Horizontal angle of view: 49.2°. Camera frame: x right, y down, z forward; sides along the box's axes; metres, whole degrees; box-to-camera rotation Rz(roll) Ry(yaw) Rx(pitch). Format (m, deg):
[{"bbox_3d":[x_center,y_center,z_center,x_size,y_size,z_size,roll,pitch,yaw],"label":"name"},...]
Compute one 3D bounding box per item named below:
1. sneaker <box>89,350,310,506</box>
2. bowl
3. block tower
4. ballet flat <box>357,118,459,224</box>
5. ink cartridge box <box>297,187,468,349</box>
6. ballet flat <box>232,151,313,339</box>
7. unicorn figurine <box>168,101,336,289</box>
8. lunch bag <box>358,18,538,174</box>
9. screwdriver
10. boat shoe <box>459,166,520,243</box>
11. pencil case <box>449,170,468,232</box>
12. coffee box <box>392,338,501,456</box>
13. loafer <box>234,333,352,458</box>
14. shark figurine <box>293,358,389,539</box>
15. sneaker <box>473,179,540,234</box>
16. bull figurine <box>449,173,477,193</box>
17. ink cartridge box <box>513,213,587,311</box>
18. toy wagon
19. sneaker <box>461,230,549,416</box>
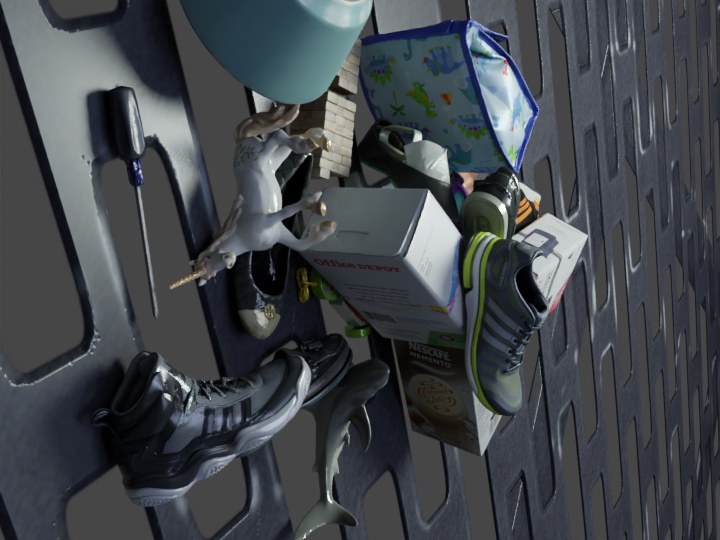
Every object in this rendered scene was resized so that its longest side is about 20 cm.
[{"bbox_3d":[-0.140,0.112,0.703,0.198,0.075,0.116,-33,117,-20],"label":"sneaker"},{"bbox_3d":[-0.064,-0.270,0.726,0.199,0.104,0.205,23,56,-38],"label":"bowl"},{"bbox_3d":[-0.038,-0.200,0.867,0.057,0.053,0.205,10,85,-53],"label":"block tower"},{"bbox_3d":[0.056,-0.122,0.893,0.067,0.200,0.069,11,113,-38],"label":"ballet flat"},{"bbox_3d":[0.046,0.000,0.860,0.200,0.142,0.085,47,59,-44],"label":"ink cartridge box"},{"bbox_3d":[-0.090,-0.031,0.808,0.066,0.056,0.205,13,83,-52],"label":"ballet flat"},{"bbox_3d":[-0.095,-0.065,0.761,0.074,0.134,0.204,56,30,-55],"label":"unicorn figurine"},{"bbox_3d":[0.101,-0.219,0.961,0.200,0.167,0.130,43,60,-44],"label":"lunch bag"},{"bbox_3d":[-0.193,-0.058,0.692,0.029,0.027,0.205,-67,152,-71],"label":"screwdriver"},{"bbox_3d":[0.146,-0.033,0.912,0.202,0.071,0.068,92,24,-52],"label":"boat shoe"},{"bbox_3d":[0.114,-0.047,1.024,0.085,0.093,0.200,-37,154,-1],"label":"pencil case"},{"bbox_3d":[0.116,0.135,1.032,0.080,0.112,0.203,-50,141,-37],"label":"coffee box"},{"bbox_3d":[-0.079,0.114,0.831,0.199,0.071,0.064,-39,117,-43],"label":"loafer"},{"bbox_3d":[-0.043,0.184,0.900,0.088,0.128,0.219,12,102,-28],"label":"shark figurine"},{"bbox_3d":[0.231,-0.088,1.235,0.198,0.069,0.092,8,84,-56],"label":"sneaker"},{"bbox_3d":[0.147,-0.162,1.114,0.121,0.064,0.203,45,55,-45],"label":"bull figurine"},{"bbox_3d":[0.258,0.015,1.226,0.199,0.084,0.147,-28,142,-48],"label":"ink cartridge box"},{"bbox_3d":[0.000,0.000,0.950,0.198,0.039,0.159,-19,108,-52],"label":"toy wagon"},{"bbox_3d":[0.156,0.061,0.827,0.073,0.080,0.205,-28,116,-47],"label":"sneaker"}]
